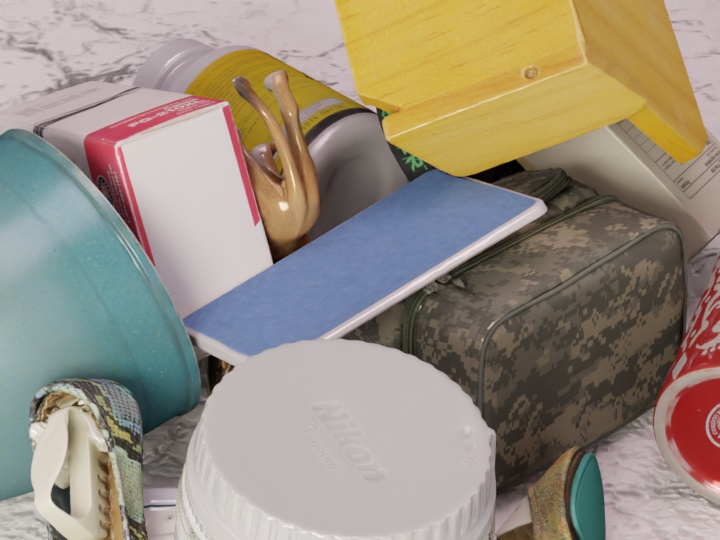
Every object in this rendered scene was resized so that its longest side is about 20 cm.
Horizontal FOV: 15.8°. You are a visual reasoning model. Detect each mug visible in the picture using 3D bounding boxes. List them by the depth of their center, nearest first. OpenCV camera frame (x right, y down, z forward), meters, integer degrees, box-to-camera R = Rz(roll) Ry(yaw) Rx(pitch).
[{"bbox_3d":[0.251,0.025,1.556,0.133,0.178,0.200,1,35,29],"label":"mug"}]

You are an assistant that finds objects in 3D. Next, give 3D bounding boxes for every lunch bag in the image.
[{"bbox_3d":[0.078,0.026,1.586,0.200,0.140,0.167,-29,38,-33],"label":"lunch bag"}]

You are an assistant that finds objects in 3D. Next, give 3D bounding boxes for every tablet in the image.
[{"bbox_3d":[0.000,0.000,1.513,0.200,0.014,0.130,-32,24,-20],"label":"tablet"}]

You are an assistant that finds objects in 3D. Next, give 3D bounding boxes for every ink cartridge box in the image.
[{"bbox_3d":[-0.141,-0.034,1.621,0.084,0.145,0.200,-23,18,-25],"label":"ink cartridge box"}]

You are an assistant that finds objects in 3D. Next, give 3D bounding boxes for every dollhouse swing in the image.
[{"bbox_3d":[0.098,-0.143,1.627,0.181,0.176,0.201,-20,56,10],"label":"dollhouse swing"}]

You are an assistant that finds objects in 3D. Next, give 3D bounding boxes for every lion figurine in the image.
[{"bbox_3d":[-0.053,-0.034,1.611,0.072,0.200,0.123,-21,72,-5],"label":"lion figurine"}]

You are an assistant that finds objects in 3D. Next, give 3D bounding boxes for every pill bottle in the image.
[{"bbox_3d":[-0.068,-0.088,1.784,0.112,0.112,0.200,-27,41,-33],"label":"pill bottle"}]

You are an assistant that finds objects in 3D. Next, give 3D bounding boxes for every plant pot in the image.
[{"bbox_3d":[-0.227,0.051,1.523,0.188,0.200,0.200,-36,45,-21],"label":"plant pot"}]

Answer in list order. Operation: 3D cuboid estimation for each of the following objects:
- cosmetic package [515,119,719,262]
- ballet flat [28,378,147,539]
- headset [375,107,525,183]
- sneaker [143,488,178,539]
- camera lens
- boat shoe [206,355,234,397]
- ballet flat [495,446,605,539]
[{"bbox_3d":[0.160,-0.089,1.715,0.200,0.071,0.105,48,35,5],"label":"cosmetic package"},{"bbox_3d":[-0.150,0.149,1.400,0.074,0.074,0.201,-6,61,-8],"label":"ballet flat"},{"bbox_3d":[0.086,-0.086,1.743,0.200,0.094,0.124,14,49,-59],"label":"headset"},{"bbox_3d":[-0.056,0.159,1.458,0.199,0.073,0.071,-8,42,5],"label":"sneaker"},{"bbox_3d":[-0.017,0.156,1.318,0.159,0.201,0.160,5,39,-4],"label":"camera lens"},{"bbox_3d":[-0.052,0.076,1.570,0.072,0.072,0.200,-6,33,-8],"label":"boat shoe"},{"bbox_3d":[0.104,0.167,1.438,0.070,0.071,0.200,0,33,2],"label":"ballet flat"}]
